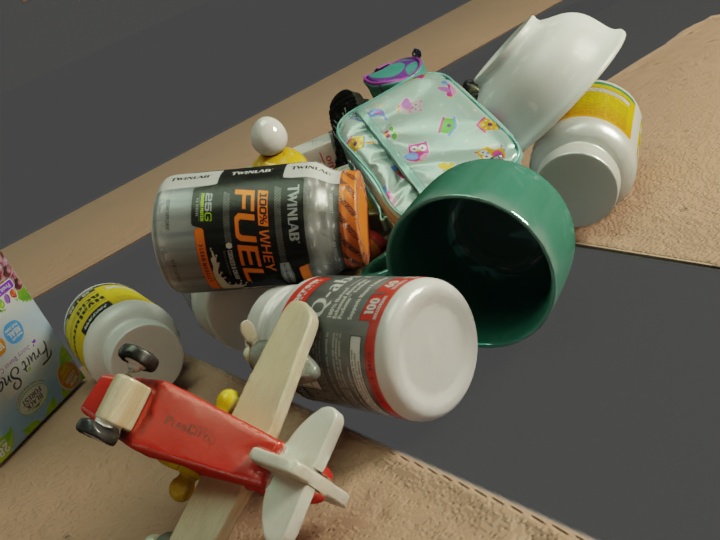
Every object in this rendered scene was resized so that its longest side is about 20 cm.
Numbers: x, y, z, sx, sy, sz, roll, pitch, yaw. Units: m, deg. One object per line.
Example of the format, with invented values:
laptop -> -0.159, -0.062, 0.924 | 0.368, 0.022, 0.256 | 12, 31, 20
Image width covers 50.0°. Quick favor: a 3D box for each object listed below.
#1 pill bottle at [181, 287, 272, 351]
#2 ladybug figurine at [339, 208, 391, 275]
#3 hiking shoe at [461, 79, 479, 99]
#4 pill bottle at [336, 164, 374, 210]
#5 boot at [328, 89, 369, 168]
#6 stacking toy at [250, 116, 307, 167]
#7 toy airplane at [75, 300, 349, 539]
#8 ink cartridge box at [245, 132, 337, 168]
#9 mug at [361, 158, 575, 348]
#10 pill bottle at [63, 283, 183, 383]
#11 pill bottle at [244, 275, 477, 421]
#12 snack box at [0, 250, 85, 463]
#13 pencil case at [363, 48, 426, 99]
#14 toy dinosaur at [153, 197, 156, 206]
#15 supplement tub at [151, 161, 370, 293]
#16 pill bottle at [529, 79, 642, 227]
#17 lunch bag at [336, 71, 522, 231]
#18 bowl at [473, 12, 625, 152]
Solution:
pill bottle -> -0.154, 0.021, 0.927 | 0.113, 0.113, 0.200 | -29, 22, -12
ladybug figurine -> 0.000, 0.000, 0.853 | 0.200, 0.072, 0.136 | -33, 39, -25
hiking shoe -> 0.169, -0.252, 1.234 | 0.200, 0.101, 0.076 | -22, 21, 6
pill bottle -> 0.059, -0.098, 0.959 | 0.199, 0.113, 0.113 | -17, 23, 19
boot -> 0.040, -0.168, 1.169 | 0.079, 0.212, 0.158 | -17, -16, 41
stacking toy -> -0.110, -0.120, 1.069 | 0.146, 0.200, 0.146 | -12, 33, 8
toy airplane -> -0.097, 0.139, 0.586 | 0.200, 0.141, 0.199 | -23, 61, -4
ink cartridge box -> -0.078, -0.134, 1.197 | 0.200, 0.117, 0.067 | -23, 21, 4
mug -> 0.101, -0.028, 0.702 | 0.185, 0.152, 0.114 | 20, 37, 19
pill bottle -> -0.280, 0.083, 0.919 | 0.111, 0.112, 0.200 | -34, 24, -23
pill bottle -> -0.007, 0.062, 0.678 | 0.200, 0.116, 0.116 | 0, 32, 46
snack box -> -0.450, 0.105, 0.924 | 0.068, 0.200, 0.169 | -13, 25, 27
pencil case -> 0.081, -0.196, 1.064 | 0.085, 0.200, 0.092 | -28, 32, 2
toy dinosaur -> -0.266, -0.060, 1.187 | 0.102, 0.136, 0.200 | -30, -25, 27
supplement tub -> -0.094, -0.044, 0.771 | 0.199, 0.123, 0.123 | -5, 25, 8
pill bottle -> 0.249, -0.129, 0.855 | 0.113, 0.113, 0.200 | -12, 25, 28
lunch bag -> 0.071, -0.118, 0.831 | 0.160, 0.077, 0.200 | -28, 52, -8
bowl -> 0.193, -0.221, 0.872 | 0.201, 0.090, 0.201 | -48, 7, 7
